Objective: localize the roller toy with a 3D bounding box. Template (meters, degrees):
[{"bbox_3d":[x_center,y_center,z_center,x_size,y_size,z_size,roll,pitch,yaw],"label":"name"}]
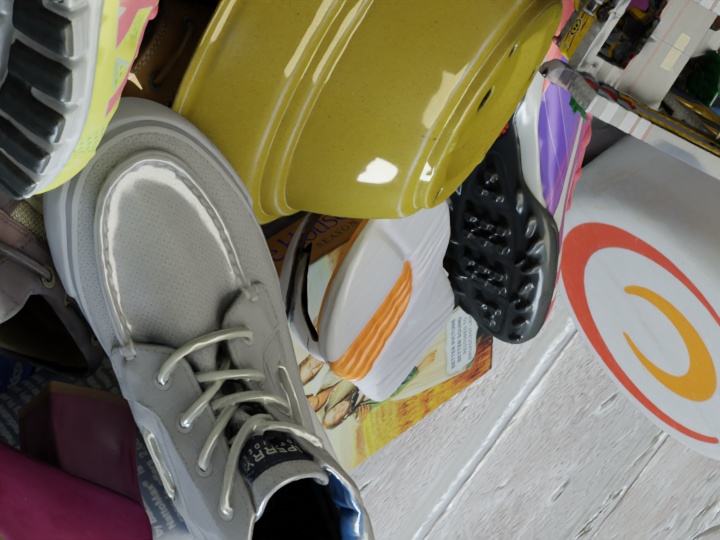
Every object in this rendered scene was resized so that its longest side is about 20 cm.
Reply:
[{"bbox_3d":[0.205,-0.004,1.245,0.140,0.200,0.182,-36,150,-22],"label":"roller toy"}]

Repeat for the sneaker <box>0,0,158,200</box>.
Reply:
[{"bbox_3d":[-0.071,-0.103,0.687,0.090,0.078,0.200,-25,148,-41],"label":"sneaker"}]

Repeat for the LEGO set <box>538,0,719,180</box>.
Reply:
[{"bbox_3d":[0.128,-0.124,0.851,0.116,0.154,0.200,24,116,-27],"label":"LEGO set"}]

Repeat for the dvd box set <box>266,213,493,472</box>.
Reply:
[{"bbox_3d":[-0.016,0.036,1.094,0.200,0.029,0.146,-33,139,-32],"label":"dvd box set"}]

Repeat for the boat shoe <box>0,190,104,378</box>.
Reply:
[{"bbox_3d":[-0.139,-0.004,0.801,0.072,0.065,0.200,-9,166,23],"label":"boat shoe"}]

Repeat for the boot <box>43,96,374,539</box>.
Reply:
[{"bbox_3d":[-0.040,0.040,0.803,0.074,0.096,0.200,-30,125,-12],"label":"boot"}]

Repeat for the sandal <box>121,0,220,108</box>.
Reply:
[{"bbox_3d":[-0.080,-0.064,0.843,0.082,0.055,0.200,-52,157,18],"label":"sandal"}]

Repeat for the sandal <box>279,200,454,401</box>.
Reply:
[{"bbox_3d":[-0.005,0.007,1.011,0.079,0.059,0.207,-53,168,-11],"label":"sandal"}]

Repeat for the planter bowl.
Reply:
[{"bbox_3d":[0.016,-0.081,0.869,0.200,0.083,0.200,-54,171,-13],"label":"planter bowl"}]

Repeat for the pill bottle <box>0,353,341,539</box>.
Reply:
[{"bbox_3d":[-0.115,0.102,0.924,0.200,0.120,0.120,-31,154,-15],"label":"pill bottle"}]

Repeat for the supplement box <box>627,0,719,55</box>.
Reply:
[{"bbox_3d":[0.198,-0.187,1.038,0.200,0.103,0.131,-27,151,-38],"label":"supplement box"}]

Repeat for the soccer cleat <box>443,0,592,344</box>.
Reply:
[{"bbox_3d":[0.075,-0.061,1.035,0.073,0.068,0.200,-28,128,-36],"label":"soccer cleat"}]

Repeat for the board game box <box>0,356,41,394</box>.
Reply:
[{"bbox_3d":[-0.169,0.066,0.958,0.200,0.019,0.103,-53,156,19],"label":"board game box"}]

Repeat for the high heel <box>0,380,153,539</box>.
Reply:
[{"bbox_3d":[-0.163,0.079,0.808,0.200,0.096,0.067,6,152,-21],"label":"high heel"}]
